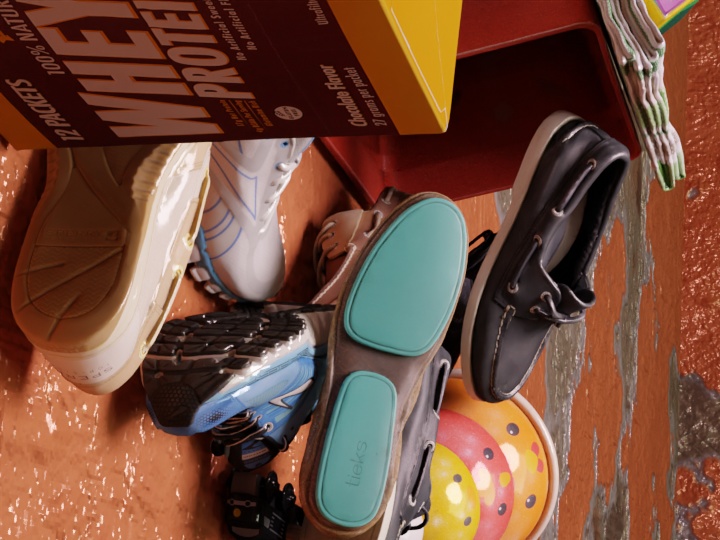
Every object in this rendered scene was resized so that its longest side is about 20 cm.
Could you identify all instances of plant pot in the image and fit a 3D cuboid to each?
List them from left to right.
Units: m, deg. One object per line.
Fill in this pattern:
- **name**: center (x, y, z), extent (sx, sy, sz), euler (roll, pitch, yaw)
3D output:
- **plant pot**: center (0.069, -0.174, 1.108), extent (0.200, 0.199, 0.178), euler (50, 30, -62)

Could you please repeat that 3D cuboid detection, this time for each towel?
- **towel**: center (0.177, -0.154, 1.054), extent (0.200, 0.030, 0.150), euler (49, 24, -64)

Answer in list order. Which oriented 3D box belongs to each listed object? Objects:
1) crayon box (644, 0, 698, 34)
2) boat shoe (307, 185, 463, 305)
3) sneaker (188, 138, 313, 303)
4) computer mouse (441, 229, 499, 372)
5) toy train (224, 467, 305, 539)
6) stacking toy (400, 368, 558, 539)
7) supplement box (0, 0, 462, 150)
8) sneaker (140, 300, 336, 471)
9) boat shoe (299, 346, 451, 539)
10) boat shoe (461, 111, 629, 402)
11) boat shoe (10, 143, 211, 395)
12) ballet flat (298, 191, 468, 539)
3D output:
- **crayon box**: center (0.168, -0.262, 1.153), extent (0.201, 0.058, 0.173), euler (54, 0, 2)
- **boat shoe**: center (0.000, 0.000, 1.060), extent (0.200, 0.072, 0.076), euler (-41, 159, -58)
- **sneaker**: center (-0.058, -0.059, 0.856), extent (0.075, 0.086, 0.201), euler (-74, 157, -44)
- **computer mouse**: center (0.044, 0.048, 1.115), extent (0.053, 0.138, 0.200), euler (55, 37, -11)
- **toy train**: center (-0.038, 0.168, 0.991), extent (0.200, 0.034, 0.046), euler (51, 46, -61)
- **stacking toy**: center (0.042, 0.156, 1.069), extent (0.200, 0.145, 0.147), euler (-26, 114, -67)
- **supplement box**: center (-0.065, -0.169, 0.654), extent (0.133, 0.198, 0.199), euler (55, 39, -60)
- **sneaker**: center (-0.057, 0.069, 0.874), extent (0.200, 0.078, 0.091), euler (-14, 106, -71)
- **boat shoe**: center (0.015, 0.125, 0.955), extent (0.066, 0.074, 0.201), euler (26, 61, -36)
- **boat shoe**: center (0.126, 0.001, 1.050), extent (0.074, 0.066, 0.201), euler (12, 100, -53)
- **boat shoe**: center (-0.108, -0.034, 0.744), extent (0.069, 0.073, 0.201), euler (80, 22, -53)
- **ballet flat**: center (0.008, 0.054, 0.909), extent (0.072, 0.067, 0.201), euler (152, -46, -74)
